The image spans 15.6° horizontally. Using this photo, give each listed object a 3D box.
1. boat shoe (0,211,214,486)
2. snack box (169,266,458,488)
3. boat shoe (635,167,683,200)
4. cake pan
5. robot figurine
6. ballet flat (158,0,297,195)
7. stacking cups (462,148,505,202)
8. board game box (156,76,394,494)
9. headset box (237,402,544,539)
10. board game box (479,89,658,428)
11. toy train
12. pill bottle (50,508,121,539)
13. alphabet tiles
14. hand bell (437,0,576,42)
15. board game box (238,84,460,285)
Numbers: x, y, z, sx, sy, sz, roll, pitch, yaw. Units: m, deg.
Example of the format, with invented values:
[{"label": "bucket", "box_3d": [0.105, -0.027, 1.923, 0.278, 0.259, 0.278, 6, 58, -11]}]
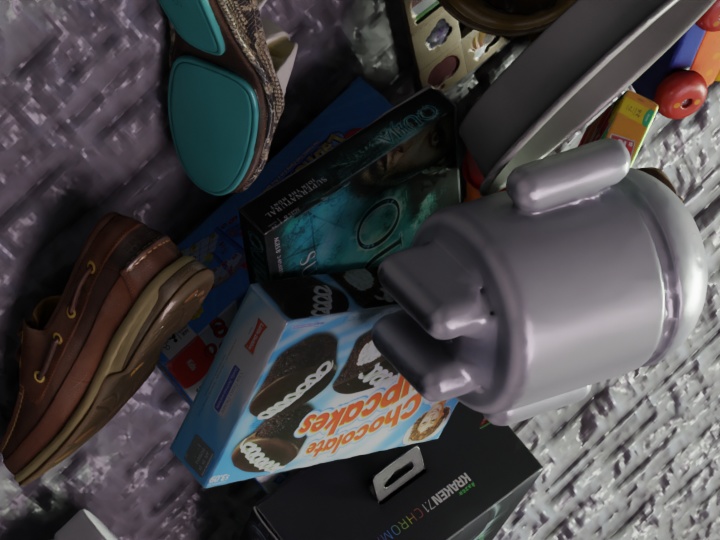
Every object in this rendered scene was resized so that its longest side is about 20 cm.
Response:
[{"label": "boat shoe", "box_3d": [-0.149, 0.042, 1.420, 0.072, 0.068, 0.200, -40, 171, -47]}, {"label": "snack box", "box_3d": [-0.006, 0.054, 1.471, 0.199, 0.037, 0.117, -8, 134, -48]}, {"label": "boat shoe", "box_3d": [0.169, -0.036, 1.682, 0.072, 0.072, 0.200, -58, 173, 7]}, {"label": "cake pan", "box_3d": [0.129, -0.119, 1.421, 0.200, 0.037, 0.200, -41, 174, -5]}, {"label": "robot figurine", "box_3d": [0.104, 0.008, 1.417, 0.199, 0.113, 0.170, -15, 133, -29]}, {"label": "ballet flat", "box_3d": [-0.066, -0.123, 1.342, 0.075, 0.068, 0.201, -49, 151, -28]}, {"label": "stacking cups", "box_3d": [0.093, -0.026, 1.655, 0.060, 0.060, 0.201, -32, 144, -24]}, {"label": "board game box", "box_3d": [-0.027, 0.014, 1.549, 0.196, 0.056, 0.200, -43, 149, -6]}, {"label": "headset box", "box_3d": [0.006, 0.170, 1.673, 0.174, 0.093, 0.200, -34, 166, -26]}, {"label": "board game box", "box_3d": [0.113, -0.004, 1.540, 0.096, 0.030, 0.201, 133, -19, -76]}, {"label": "toy train", "box_3d": [0.217, -0.132, 1.631, 0.115, 0.085, 0.201, -7, 138, -25]}, {"label": "pill bottle", "box_3d": [-0.204, 0.238, 1.533, 0.200, 0.111, 0.111, -46, 150, -4]}, {"label": "alphabet tiles", "box_3d": [0.100, -0.203, 1.505, 0.200, 0.008, 0.168, -39, 148, -15]}, {"label": "hand bell", "box_3d": [0.105, -0.154, 1.501, 0.104, 0.104, 0.200, -47, 162, 0]}, {"label": "board game box", "box_3d": [0.000, 0.000, 1.483, 0.135, 0.028, 0.201, -34, 148, -20]}]
